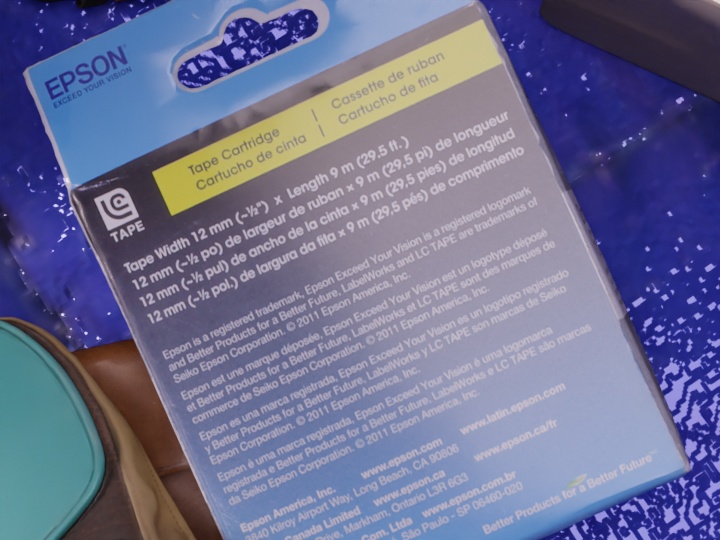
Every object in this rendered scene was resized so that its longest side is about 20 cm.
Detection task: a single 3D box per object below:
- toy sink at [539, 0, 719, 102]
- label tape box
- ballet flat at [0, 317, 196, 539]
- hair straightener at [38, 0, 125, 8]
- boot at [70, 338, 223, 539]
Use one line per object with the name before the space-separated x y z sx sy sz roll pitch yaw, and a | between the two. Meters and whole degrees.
toy sink | 0.175 -0.105 0.912 0.200 0.130 0.112 24 84 2
label tape box | 0.000 0.000 0.872 0.143 0.066 0.200 -25 87 6
ballet flat | -0.081 0.096 0.874 0.069 0.063 0.200 -41 49 9
hair straightener | -0.041 -0.127 0.927 0.200 0.077 0.041 -4 65 10
boot | -0.025 0.012 0.940 0.200 0.068 0.189 -17 90 5
